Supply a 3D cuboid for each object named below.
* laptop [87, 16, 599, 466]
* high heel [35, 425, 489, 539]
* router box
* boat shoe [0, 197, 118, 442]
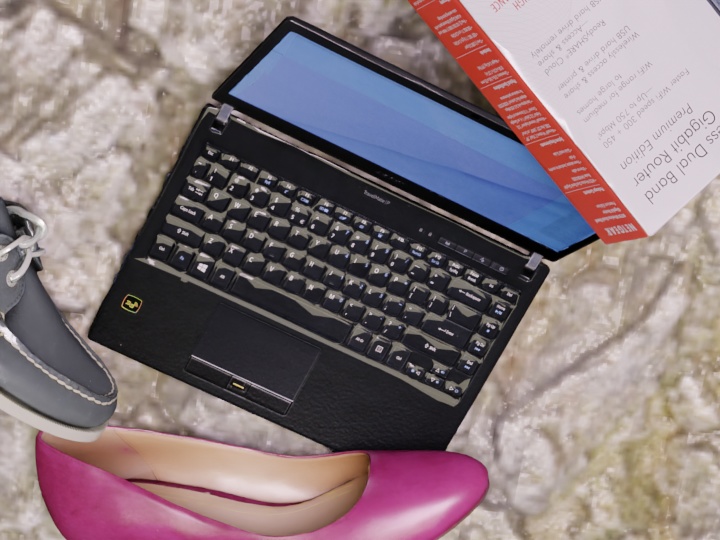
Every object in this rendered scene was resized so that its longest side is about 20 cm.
[{"bbox_3d":[0.000,0.000,1.083,0.177,0.103,0.200,26,108,-12],"label":"laptop"},{"bbox_3d":[-0.047,0.094,1.128,0.200,0.067,0.096,-16,122,10],"label":"high heel"},{"bbox_3d":[0.122,-0.142,1.007,0.200,0.049,0.180,-42,98,-15],"label":"router box"},{"bbox_3d":[-0.170,-0.007,1.089,0.062,0.073,0.200,-40,103,16],"label":"boat shoe"}]
